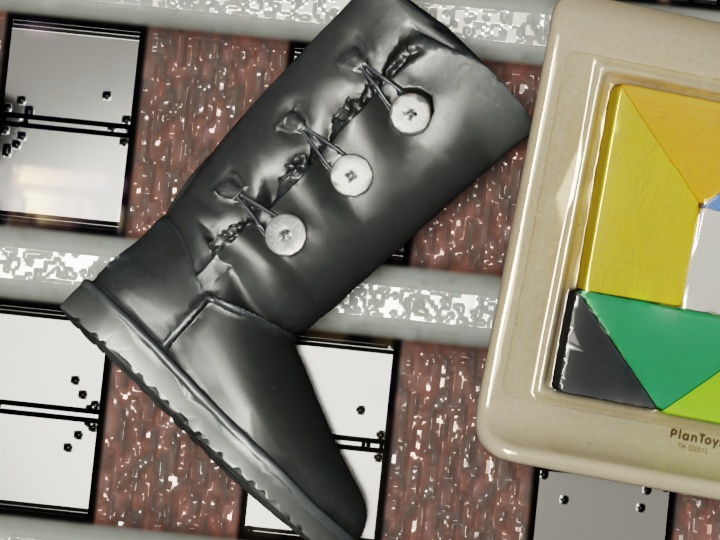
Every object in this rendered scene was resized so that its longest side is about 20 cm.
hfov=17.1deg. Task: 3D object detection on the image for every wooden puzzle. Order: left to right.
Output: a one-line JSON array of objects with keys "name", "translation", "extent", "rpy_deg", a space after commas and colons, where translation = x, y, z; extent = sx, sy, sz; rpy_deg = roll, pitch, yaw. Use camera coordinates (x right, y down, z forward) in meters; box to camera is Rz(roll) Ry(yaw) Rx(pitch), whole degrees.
[{"name": "wooden puzzle", "translation": [0.154, -0.005, 1.006], "extent": [0.185, 0.037, 0.200], "rpy_deg": [11, 86, -8]}]

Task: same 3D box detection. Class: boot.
[{"name": "boot", "translation": [-0.001, -0.001, 1.016], "extent": [0.165, 0.066, 0.200], "rpy_deg": [45, 81, -4]}]
